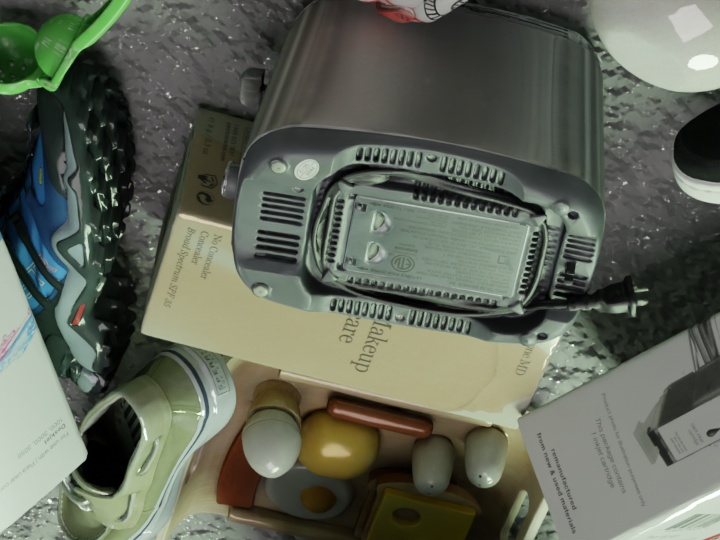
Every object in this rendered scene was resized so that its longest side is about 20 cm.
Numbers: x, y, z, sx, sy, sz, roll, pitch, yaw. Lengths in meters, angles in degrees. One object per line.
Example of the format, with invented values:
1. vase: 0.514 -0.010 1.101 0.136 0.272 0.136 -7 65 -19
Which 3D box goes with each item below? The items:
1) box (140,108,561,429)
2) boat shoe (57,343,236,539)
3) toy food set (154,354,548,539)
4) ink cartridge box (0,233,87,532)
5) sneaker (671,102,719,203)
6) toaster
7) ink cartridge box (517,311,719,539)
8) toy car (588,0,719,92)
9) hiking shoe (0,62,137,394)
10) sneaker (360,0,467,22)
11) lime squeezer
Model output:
1. box: 0.000 0.000 1.333 0.198 0.078 0.095 14 135 -6
2. boat shoe: -0.130 0.097 1.429 0.062 0.072 0.200 -20 159 -34
3. toy food set: -0.002 0.123 1.466 0.198 0.061 0.144 14 134 -6
4. ink cartridge box: -0.233 0.023 1.334 0.144 0.085 0.201 24 145 38
5. sneaker: 0.228 -0.105 1.214 0.198 0.073 0.112 -14 128 9
6. toaster: 0.039 -0.050 1.243 0.198 0.130 0.114 9 136 0
7. ink cartridge box: 0.202 0.069 1.329 0.199 0.083 0.146 -30 161 30
8. toy car: 0.112 -0.181 1.107 0.200 0.176 0.150 42 160 -30
9. hiking shoe: -0.160 -0.019 1.339 0.086 0.075 0.201 10 131 7
10. sneaker: -0.027 -0.145 1.203 0.200 0.068 0.108 -15 138 27
11. lime squeezer: -0.154 -0.114 1.246 0.199 0.038 0.071 1 128 39
